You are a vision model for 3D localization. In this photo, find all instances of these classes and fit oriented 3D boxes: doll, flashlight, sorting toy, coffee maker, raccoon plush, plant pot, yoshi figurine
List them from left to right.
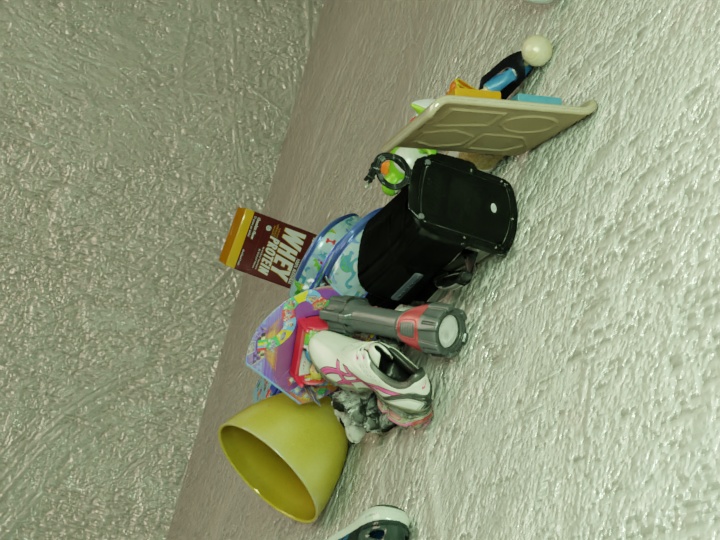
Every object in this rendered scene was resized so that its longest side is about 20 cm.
[{"bbox_3d":[-0.097,0.261,1.642,0.142,0.200,0.200,-44,-1,-30],"label":"plant pot"},{"bbox_3d":[0.031,0.149,1.495,0.200,0.097,0.134,-54,2,-6],"label":"raccoon plush"},{"bbox_3d":[0.043,0.064,1.362,0.199,0.068,0.068,8,51,47],"label":"flashlight"},{"bbox_3d":[0.070,-0.056,1.342,0.135,0.192,0.200,-56,6,-32],"label":"coffee maker"},{"bbox_3d":[0.117,-0.176,1.597,0.200,0.112,0.112,-51,49,21],"label":"yoshi figurine"},{"bbox_3d":[0.141,-0.169,1.225,0.185,0.199,0.037,153,114,-72],"label":"sorting toy"},{"bbox_3d":[0.185,-0.246,1.434,0.136,0.048,0.200,-44,0,-41],"label":"doll"}]

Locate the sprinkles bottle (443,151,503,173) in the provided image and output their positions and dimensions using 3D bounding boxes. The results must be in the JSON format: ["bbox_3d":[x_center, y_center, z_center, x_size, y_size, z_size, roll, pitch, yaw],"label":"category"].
[{"bbox_3d":[0.139,-0.139,1.462,0.200,0.068,0.069,131,156,-56],"label":"sprinkles bottle"}]

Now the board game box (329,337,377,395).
[{"bbox_3d":[-0.023,0.119,1.636,0.200,0.119,0.032,-89,22,-54],"label":"board game box"}]

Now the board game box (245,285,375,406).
[{"bbox_3d":[-0.055,0.113,1.462,0.158,0.200,0.039,-43,45,3],"label":"board game box"}]

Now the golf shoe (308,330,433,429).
[{"bbox_3d":[0.014,0.115,1.359,0.073,0.199,0.092,-35,-42,-36],"label":"golf shoe"}]

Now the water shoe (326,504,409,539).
[{"bbox_3d":[-0.005,0.358,1.313,0.200,0.071,0.079,122,161,-44],"label":"water shoe"}]

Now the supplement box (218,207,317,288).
[{"bbox_3d":[-0.196,-0.045,2.419,0.197,0.199,0.133,-162,92,-77],"label":"supplement box"}]

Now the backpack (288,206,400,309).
[{"bbox_3d":[0.000,0.000,1.565,0.200,0.147,0.183,-57,-15,29],"label":"backpack"}]

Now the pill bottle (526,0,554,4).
[{"bbox_3d":[0.249,-0.449,1.362,0.113,0.112,0.200,-85,19,-48],"label":"pill bottle"}]

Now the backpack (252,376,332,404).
[{"bbox_3d":[-0.084,0.167,1.791,0.183,0.134,0.201,-100,34,-67],"label":"backpack"}]
